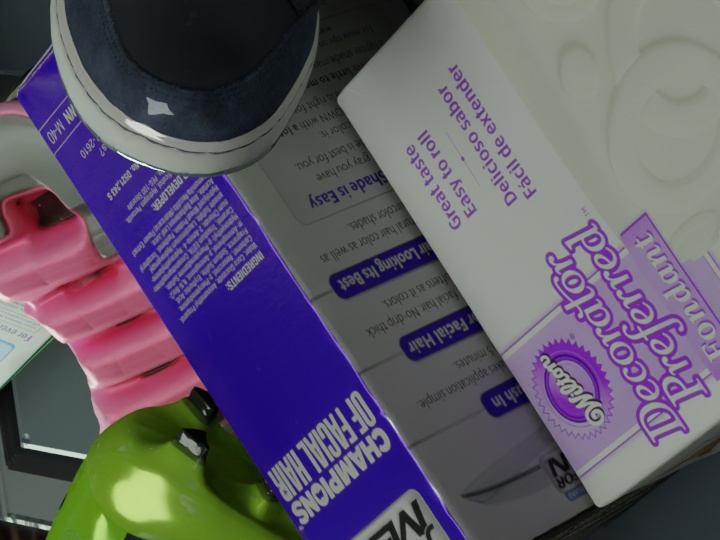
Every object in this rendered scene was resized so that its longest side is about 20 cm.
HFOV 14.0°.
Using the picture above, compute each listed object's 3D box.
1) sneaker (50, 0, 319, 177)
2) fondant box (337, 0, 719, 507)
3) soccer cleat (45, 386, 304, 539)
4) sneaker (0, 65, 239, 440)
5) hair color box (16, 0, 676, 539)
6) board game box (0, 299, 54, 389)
[{"bbox_3d":[-0.034,-0.138,0.775,0.077,0.203,0.146,9,141,-4],"label":"sneaker"},{"bbox_3d":[0.097,-0.046,0.782,0.145,0.058,0.200,57,138,11],"label":"fondant box"},{"bbox_3d":[-0.004,0.117,0.887,0.200,0.068,0.081,35,110,-4],"label":"soccer cleat"},{"bbox_3d":[-0.062,0.014,0.957,0.079,0.095,0.200,-19,116,16],"label":"sneaker"},{"bbox_3d":[0.000,0.000,0.865,0.200,0.109,0.065,55,133,12],"label":"hair color box"},{"bbox_3d":[-0.211,0.022,1.040,0.200,0.153,0.040,-41,37,42],"label":"board game box"}]
